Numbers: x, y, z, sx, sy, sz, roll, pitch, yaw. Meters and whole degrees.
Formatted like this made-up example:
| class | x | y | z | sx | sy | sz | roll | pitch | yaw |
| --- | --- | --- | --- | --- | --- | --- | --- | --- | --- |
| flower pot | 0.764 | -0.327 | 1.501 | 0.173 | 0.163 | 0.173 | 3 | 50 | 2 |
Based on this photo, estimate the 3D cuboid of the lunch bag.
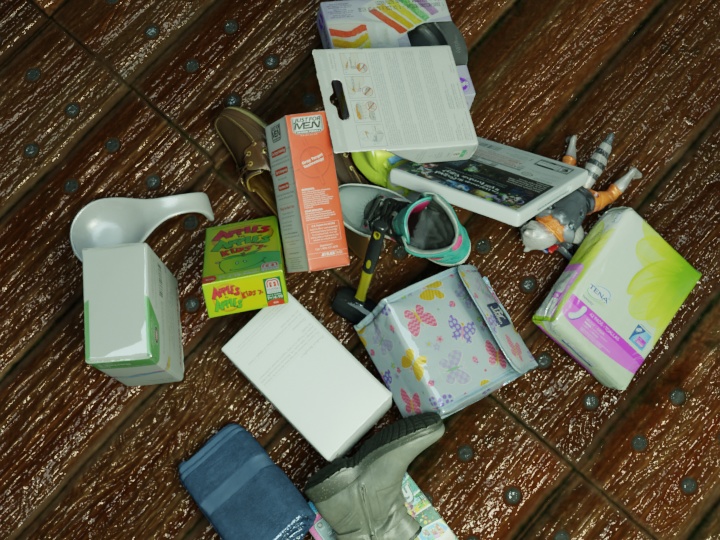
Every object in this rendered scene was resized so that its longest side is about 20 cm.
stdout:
| class | x | y | z | sx | sy | sz | roll | pitch | yaw |
| --- | --- | --- | --- | --- | --- | --- | --- | --- | --- |
| lunch bag | 0.122 | 0.090 | 1.375 | 0.199 | 0.127 | 0.170 | -20 | 75 | -33 |

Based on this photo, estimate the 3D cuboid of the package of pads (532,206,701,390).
| class | x | y | z | sx | sy | sz | roll | pitch | yaw |
| --- | --- | --- | --- | --- | --- | --- | --- | --- | --- |
| package of pads | 0.339 | 0.033 | 1.399 | 0.154 | 0.068 | 0.200 | 41 | 77 | -15 |

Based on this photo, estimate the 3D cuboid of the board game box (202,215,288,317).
| class | x | y | z | sx | sy | sz | roll | pitch | yaw |
| --- | --- | --- | --- | --- | --- | --- | --- | --- | --- |
| board game box | -0.152 | -0.009 | 1.376 | 0.101 | 0.200 | 0.048 | -11 | 113 | -2 |

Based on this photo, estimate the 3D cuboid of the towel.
| class | x | y | z | sx | sy | sz | roll | pitch | yaw |
| --- | --- | --- | --- | --- | --- | --- | --- | --- | --- |
| towel | -0.145 | 0.286 | 1.329 | 0.112 | 0.049 | 0.200 | -40 | 45 | -11 |

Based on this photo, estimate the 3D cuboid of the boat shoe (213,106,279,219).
| class | x | y | z | sx | sy | sz | roll | pitch | yaw |
| --- | --- | --- | --- | --- | --- | --- | --- | --- | --- |
| boat shoe | -0.139 | -0.147 | 1.461 | 0.200 | 0.072 | 0.067 | 48 | 53 | 9 |

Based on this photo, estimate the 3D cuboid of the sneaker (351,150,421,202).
| class | x | y | z | sx | sy | sz | roll | pitch | yaw |
| --- | --- | --- | --- | --- | --- | --- | --- | --- | --- |
| sneaker | 0.081 | -0.129 | 1.463 | 0.200 | 0.076 | 0.105 | 51 | 56 | -8 |

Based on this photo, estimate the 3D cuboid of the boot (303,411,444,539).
| class | x | y | z | sx | sy | sz | roll | pitch | yaw |
| --- | --- | --- | --- | --- | --- | --- | --- | --- | --- |
| boot | 0.040 | 0.270 | 1.288 | 0.199 | 0.068 | 0.131 | -32 | 98 | 7 |

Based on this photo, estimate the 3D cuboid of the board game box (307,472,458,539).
| class | x | y | z | sx | sy | sz | roll | pitch | yaw |
| --- | --- | --- | --- | --- | --- | --- | --- | --- | --- |
| board game box | 0.033 | 0.347 | 1.347 | 0.147 | 0.064 | 0.200 | -37 | 77 | -9 |

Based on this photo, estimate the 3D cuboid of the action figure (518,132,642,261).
| class | x | y | z | sx | sy | sz | roll | pitch | yaw |
| --- | --- | --- | --- | --- | --- | --- | --- | --- | --- |
| action figure | 0.269 | -0.110 | 1.446 | 0.200 | 0.105 | 0.194 | 35 | 68 | 5 |

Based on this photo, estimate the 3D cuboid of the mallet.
| class | x | y | z | sx | sy | sz | roll | pitch | yaw |
| --- | --- | --- | --- | --- | --- | --- | --- | --- | --- |
| mallet | 0.000 | 0.000 | 1.376 | 0.066 | 0.201 | 0.041 | 23 | 50 | 16 |

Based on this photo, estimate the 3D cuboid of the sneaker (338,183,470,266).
| class | x | y | z | sx | sy | sz | roll | pitch | yaw |
| --- | --- | --- | --- | --- | --- | --- | --- | --- | --- |
| sneaker | 0.049 | -0.066 | 1.349 | 0.199 | 0.121 | 0.084 | 22 | 83 | 6 |

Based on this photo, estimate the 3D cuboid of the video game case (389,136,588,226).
| class | x | y | z | sx | sy | sz | roll | pitch | yaw |
| --- | --- | --- | --- | --- | --- | --- | --- | --- | --- |
| video game case | 0.170 | -0.124 | 1.388 | 0.199 | 0.023 | 0.181 | 23 | 35 | 32 |

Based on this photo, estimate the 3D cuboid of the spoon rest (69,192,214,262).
| class | x | y | z | sx | sy | sz | roll | pitch | yaw |
| --- | --- | --- | --- | --- | --- | --- | --- | --- | --- |
| spoon rest | -0.306 | -0.067 | 1.457 | 0.199 | 0.061 | 0.100 | -18 | 76 | -5 |

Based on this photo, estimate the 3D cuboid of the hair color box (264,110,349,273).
| class | x | y | z | sx | sy | sz | roll | pitch | yaw |
| --- | --- | --- | --- | --- | --- | --- | --- | --- | --- |
| hair color box | -0.071 | -0.100 | 1.382 | 0.061 | 0.101 | 0.201 | -10 | 93 | -21 |

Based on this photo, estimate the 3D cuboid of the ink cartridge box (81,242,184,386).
| class | x | y | z | sx | sy | sz | roll | pitch | yaw |
| --- | --- | --- | --- | --- | --- | --- | --- | --- | --- |
| ink cartridge box | -0.289 | 0.062 | 1.352 | 0.087 | 0.200 | 0.146 | -6 | 76 | 2 |

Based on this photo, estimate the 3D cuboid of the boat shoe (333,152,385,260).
| class | x | y | z | sx | sy | sz | roll | pitch | yaw |
| --- | --- | --- | --- | --- | --- | --- | --- | --- | --- |
| boat shoe | -0.016 | -0.111 | 1.460 | 0.070 | 0.070 | 0.201 | -26 | 84 | -32 |

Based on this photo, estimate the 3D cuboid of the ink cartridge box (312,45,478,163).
| class | x | y | z | sx | sy | sz | roll | pitch | yaw |
| --- | --- | --- | --- | --- | --- | --- | --- | --- | --- |
| ink cartridge box | 0.042 | -0.219 | 1.391 | 0.199 | 0.050 | 0.162 | -6 | 67 | -15 |

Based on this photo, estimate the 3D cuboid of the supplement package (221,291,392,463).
| class | x | y | z | sx | sy | sz | roll | pitch | yaw |
| --- | --- | --- | --- | --- | --- | --- | --- | --- | --- |
| supplement package | -0.067 | 0.141 | 1.372 | 0.117 | 0.117 | 0.200 | -44 | 79 | -9 |

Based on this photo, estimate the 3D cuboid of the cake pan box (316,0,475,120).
| class | x | y | z | sx | sy | sz | roll | pitch | yaw |
| --- | --- | --- | --- | --- | --- | --- | --- | --- | --- |
| cake pan box | 0.052 | -0.302 | 1.490 | 0.199 | 0.052 | 0.185 | -6 | 67 | -15 |
